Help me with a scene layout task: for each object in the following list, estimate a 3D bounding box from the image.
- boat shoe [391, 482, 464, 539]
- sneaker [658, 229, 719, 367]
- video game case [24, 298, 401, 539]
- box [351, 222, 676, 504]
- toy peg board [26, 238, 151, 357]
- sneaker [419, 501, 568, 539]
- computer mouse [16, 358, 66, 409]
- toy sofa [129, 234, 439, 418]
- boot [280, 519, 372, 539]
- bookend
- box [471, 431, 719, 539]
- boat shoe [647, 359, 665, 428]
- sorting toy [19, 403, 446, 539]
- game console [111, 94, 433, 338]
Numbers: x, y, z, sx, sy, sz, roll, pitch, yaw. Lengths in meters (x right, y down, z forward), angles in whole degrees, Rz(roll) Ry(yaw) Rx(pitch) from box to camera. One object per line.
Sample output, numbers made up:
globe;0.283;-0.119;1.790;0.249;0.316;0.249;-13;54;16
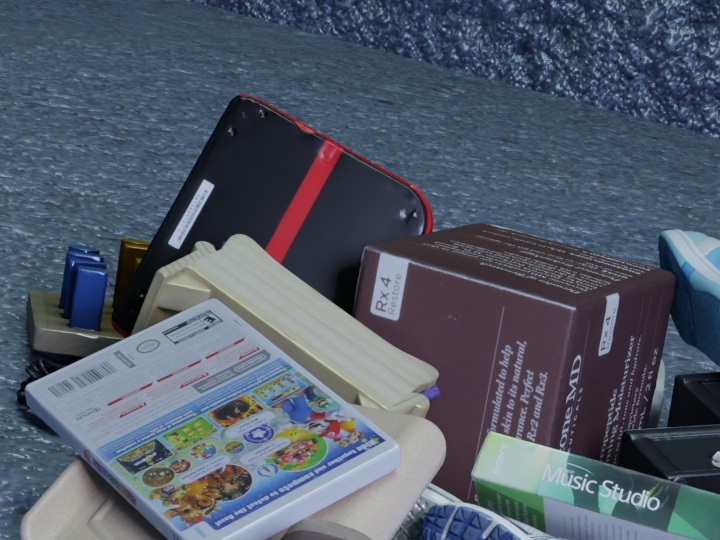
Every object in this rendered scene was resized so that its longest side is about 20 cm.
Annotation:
boat shoe;-0.001;0.142;1.409;0.199;0.075;0.062;13;23;33
sneaker;0.297;0.013;1.622;0.130;0.080;0.200;-13;24;-8
video game case;-0.091;0.093;1.348;0.143;0.018;0.200;-25;39;-27
box;0.102;0.070;1.596;0.164;0.167;0.200;16;14;25
toy peg board;-0.152;0.012;1.748;0.198;0.098;0.200;8;5;-11
sneaker;0.124;0.193;1.306;0.200;0.077;0.085;28;20;26
computer mouse;-0.148;0.092;1.564;0.140;0.046;0.200;2;15;-40
toy sofa;-0.051;0.068;1.513;0.200;0.083;0.098;35;32;17
boot;-0.031;0.179;1.173;0.199;0.070;0.146;28;24;-16
bookend;0.246;0.131;1.530;0.198;0.093;0.200;-1;22;-20
box;0.169;0.165;1.350;0.199;0.036;0.145;14;-28;14
boat shoe;0.197;0.095;1.807;0.063;0.071;0.200;10;5;-6
sorting toy;-0.072;0.135;1.333;0.199;0.037;0.185;13;39;23
game console;-0.059;-0.004;1.627;0.176;0.201;0.031;28;-9;4
